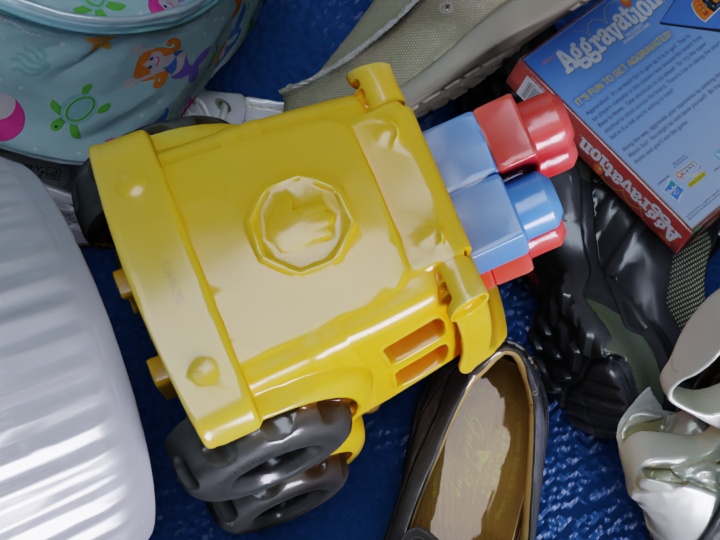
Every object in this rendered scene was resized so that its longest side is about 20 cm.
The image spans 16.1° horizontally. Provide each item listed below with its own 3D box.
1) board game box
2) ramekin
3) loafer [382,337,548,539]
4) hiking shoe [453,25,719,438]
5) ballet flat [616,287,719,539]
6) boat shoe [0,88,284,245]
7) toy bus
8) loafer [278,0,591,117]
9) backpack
[{"bbox_3d":[0.161,-0.095,1.102,0.103,0.019,0.200,46,54,9],"label":"board game box"},{"bbox_3d":[-0.157,0.050,0.997,0.104,0.200,0.201,-19,74,-17],"label":"ramekin"},{"bbox_3d":[0.037,0.124,1.042,0.072,0.072,0.202,7,74,-2],"label":"loafer"},{"bbox_3d":[0.108,-0.028,1.101,0.100,0.076,0.201,-10,73,-25],"label":"hiking shoe"},{"bbox_3d":[0.142,0.057,1.013,0.068,0.201,0.068,5,36,-20],"label":"ballet flat"},{"bbox_3d":[-0.082,-0.046,1.090,0.198,0.069,0.071,-3,71,-4],"label":"boat shoe"},{"bbox_3d":[0.000,0.000,1.002,0.191,0.200,0.137,-24,74,-3],"label":"toy bus"},{"bbox_3d":[0.042,-0.115,1.035,0.199,0.076,0.069,-32,88,23],"label":"loafer"},{"bbox_3d":[-0.123,-0.143,1.040,0.177,0.151,0.200,26,44,4],"label":"backpack"}]
